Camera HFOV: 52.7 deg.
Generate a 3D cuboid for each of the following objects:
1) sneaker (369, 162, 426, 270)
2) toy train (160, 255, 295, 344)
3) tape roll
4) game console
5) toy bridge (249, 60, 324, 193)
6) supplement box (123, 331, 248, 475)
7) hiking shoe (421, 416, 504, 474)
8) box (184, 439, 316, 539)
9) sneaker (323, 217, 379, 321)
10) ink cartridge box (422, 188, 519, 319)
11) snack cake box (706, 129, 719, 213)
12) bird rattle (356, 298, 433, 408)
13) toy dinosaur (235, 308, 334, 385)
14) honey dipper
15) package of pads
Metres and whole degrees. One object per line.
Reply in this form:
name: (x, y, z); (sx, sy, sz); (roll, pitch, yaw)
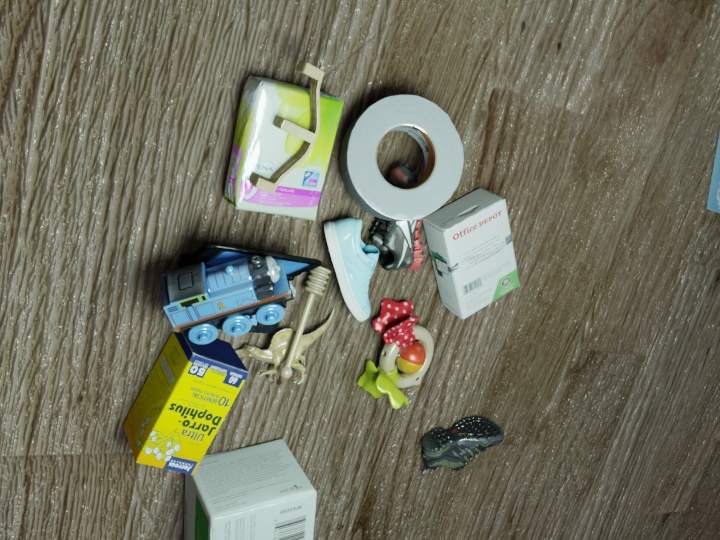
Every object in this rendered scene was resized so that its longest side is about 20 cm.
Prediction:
sneaker: (0.063, -0.085, 1.284); (0.097, 0.071, 0.204); (-17, 120, -24)
toy train: (-0.197, 0.038, 1.084); (0.197, 0.088, 0.115); (-16, 139, -3)
tape roll: (0.067, -0.183, 1.199); (0.196, 0.066, 0.204); (-1, 93, -11)
game console: (-0.187, 0.034, 1.167); (0.197, 0.116, 0.179); (9, 107, -32)
toy bridge: (-0.096, -0.209, 1.082); (0.067, 0.027, 0.203); (18, 101, -38)
supplement box: (-0.288, 0.212, 1.193); (0.108, 0.109, 0.202); (24, 99, -35)
hiking shoe: (0.222, 0.388, 1.596); (0.196, 0.076, 0.102); (-6, 123, -17)
box: (-0.202, 0.448, 1.310); (0.197, 0.171, 0.202); (-6, 114, -27)
sneaker: (0.000, 0.000, 1.272); (0.081, 0.074, 0.202); (-14, 122, 7)
ink cartridge box: (0.213, -0.034, 1.385); (0.145, 0.084, 0.203); (-27, 122, -17)
snack cake box: (0.885, -0.240, 1.690); (0.113, 0.067, 0.203); (-16, 118, -24)
bird rattle: (0.076, 0.157, 1.410); (0.161, 0.112, 0.204); (10, 94, -44)
toy dinosaur: (-0.119, 0.144, 1.292); (0.197, 0.058, 0.103); (-18, 118, -22)
honey dipper: (-0.100, 0.090, 1.259); (0.038, 0.038, 0.203); (22, 84, -35)
package of pads: (-0.125, -0.188, 1.134); (0.152, 0.068, 0.203); (5, 108, -33)
